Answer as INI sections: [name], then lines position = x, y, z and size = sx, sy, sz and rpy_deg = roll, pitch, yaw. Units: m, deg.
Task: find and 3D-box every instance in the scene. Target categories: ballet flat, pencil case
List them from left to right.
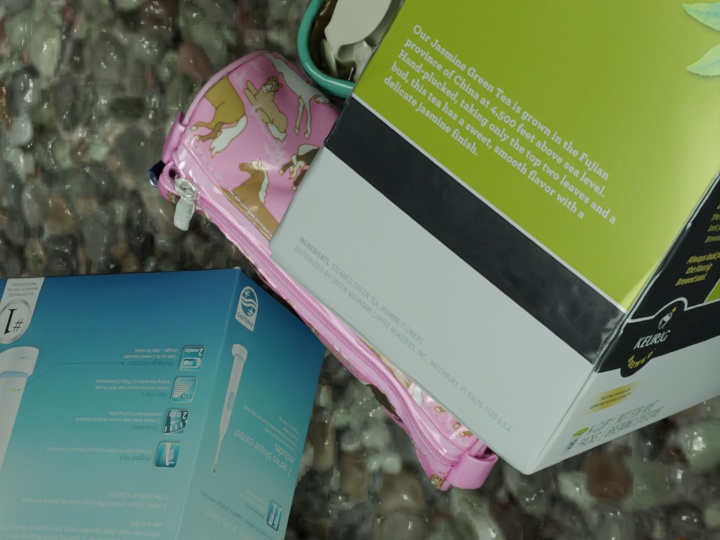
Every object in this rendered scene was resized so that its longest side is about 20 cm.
[pencil case]
position = 0.000, 0.000, 0.861
size = 0.087, 0.083, 0.200
rpy_deg = -45, 85, -6
[ballet flat]
position = 0.050, -0.130, 0.842
size = 0.200, 0.070, 0.068
rpy_deg = -35, 78, 29

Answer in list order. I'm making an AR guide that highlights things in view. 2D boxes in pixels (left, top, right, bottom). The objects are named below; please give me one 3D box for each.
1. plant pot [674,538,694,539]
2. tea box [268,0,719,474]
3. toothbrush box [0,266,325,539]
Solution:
[plant pot]
position = 0.168, 0.203, 0.712
size = 0.139, 0.200, 0.202
rpy_deg = 4, 99, 17
[tea box]
position = 0.104, -0.055, 0.743
size = 0.133, 0.200, 0.197
rpy_deg = 40, 113, 21
[toothbrush box]
position = -0.113, 0.107, 0.912
size = 0.145, 0.085, 0.201
rpy_deg = -4, 62, 31
